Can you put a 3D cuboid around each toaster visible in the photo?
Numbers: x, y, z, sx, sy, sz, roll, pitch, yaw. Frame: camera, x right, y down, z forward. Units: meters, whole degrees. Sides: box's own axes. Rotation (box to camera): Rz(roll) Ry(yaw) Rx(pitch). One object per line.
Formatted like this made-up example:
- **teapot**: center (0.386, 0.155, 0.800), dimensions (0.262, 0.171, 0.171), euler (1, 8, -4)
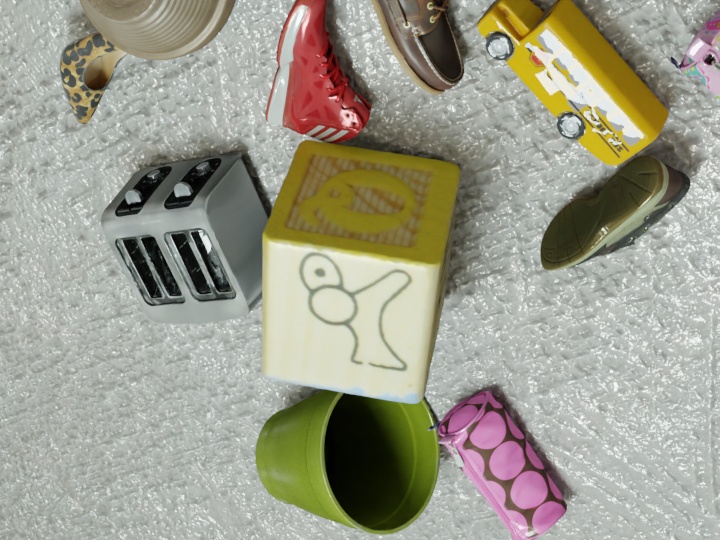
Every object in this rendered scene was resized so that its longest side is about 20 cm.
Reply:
- **toaster**: center (-0.203, -0.032, 1.600), dimensions (0.179, 0.119, 0.201), euler (-4, 121, 33)

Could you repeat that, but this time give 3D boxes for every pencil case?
- **pencil case**: center (0.176, 0.253, 1.611), dimensions (0.090, 0.094, 0.201), euler (-25, 109, 40)
- **pencil case**: center (0.387, -0.159, 1.184), dimensions (0.200, 0.088, 0.087), euler (39, 134, -3)

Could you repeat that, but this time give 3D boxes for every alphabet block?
- **alphabet block**: center (0.000, 0.000, 1.429), dimensions (0.193, 0.197, 0.201), euler (9, 129, 4)

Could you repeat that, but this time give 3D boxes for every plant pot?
- **plant pot**: center (-0.033, 0.241, 1.674), dimensions (0.192, 0.200, 0.201), euler (-12, 117, 49)
- **plant pot**: center (-0.237, -0.323, 1.381), dimensions (0.199, 0.093, 0.203), euler (6, 110, 17)

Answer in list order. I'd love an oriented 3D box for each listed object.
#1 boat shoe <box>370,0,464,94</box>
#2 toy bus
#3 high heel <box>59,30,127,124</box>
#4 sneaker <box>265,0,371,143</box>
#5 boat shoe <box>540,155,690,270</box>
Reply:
- **boat shoe**: center (0.052, -0.273, 1.300), dimensions (0.070, 0.070, 0.201), euler (-18, 113, 43)
- **toy bus**: center (0.209, -0.198, 1.270), dimensions (0.200, 0.065, 0.078), euler (47, 133, -8)
- **high heel**: center (-0.280, -0.240, 1.517), dimensions (0.142, 0.071, 0.201), euler (28, 124, 18)
- **sneaker**: center (-0.031, -0.221, 1.401), dimensions (0.115, 0.079, 0.201), euler (22, 145, 3)
- **boat shoe**: center (0.266, -0.050, 1.348), dimensions (0.065, 0.072, 0.201), euler (13, 148, -25)
